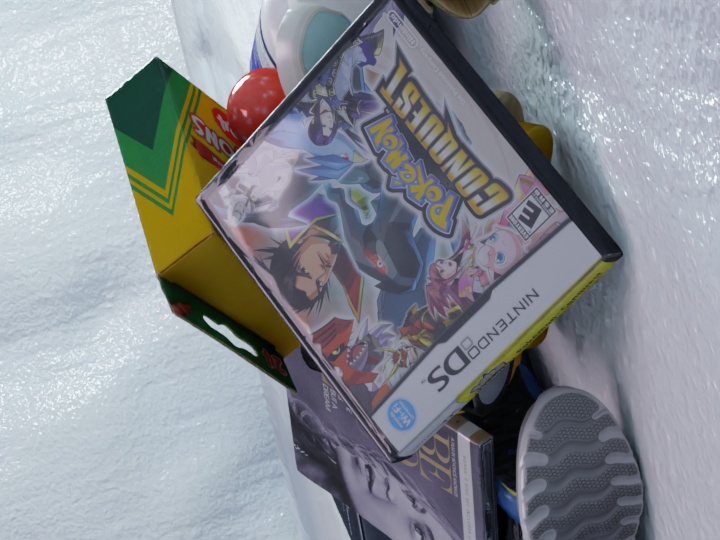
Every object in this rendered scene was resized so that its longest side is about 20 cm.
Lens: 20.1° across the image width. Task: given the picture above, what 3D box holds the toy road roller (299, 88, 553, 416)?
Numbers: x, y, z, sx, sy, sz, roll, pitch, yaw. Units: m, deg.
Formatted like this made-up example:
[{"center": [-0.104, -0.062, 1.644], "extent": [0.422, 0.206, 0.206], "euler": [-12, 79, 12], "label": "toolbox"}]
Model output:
[{"center": [0.055, -0.013, 1.220], "extent": [0.146, 0.123, 0.201], "euler": [-8, -71, -61], "label": "toy road roller"}]

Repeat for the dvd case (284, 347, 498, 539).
[{"center": [0.018, 0.124, 1.368], "extent": [0.200, 0.016, 0.149], "euler": [31, 140, 38], "label": "dvd case"}]

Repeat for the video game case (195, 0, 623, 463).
[{"center": [0.021, -0.025, 1.138], "extent": [0.200, 0.181, 0.025], "euler": [52, -154, 16], "label": "video game case"}]

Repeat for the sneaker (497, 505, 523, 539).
[{"center": [0.088, 0.200, 1.415], "extent": [0.200, 0.080, 0.075], "euler": [60, 170, -23], "label": "sneaker"}]

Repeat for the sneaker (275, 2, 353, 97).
[{"center": [0.025, -0.105, 1.284], "extent": [0.200, 0.082, 0.074], "euler": [41, -122, -48], "label": "sneaker"}]

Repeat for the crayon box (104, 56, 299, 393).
[{"center": [-0.085, -0.030, 1.284], "extent": [0.127, 0.051, 0.200], "euler": [36, -155, -44], "label": "crayon box"}]

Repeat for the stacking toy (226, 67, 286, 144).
[{"center": [-0.021, -0.085, 1.352], "extent": [0.200, 0.085, 0.086], "euler": [30, -145, -55], "label": "stacking toy"}]

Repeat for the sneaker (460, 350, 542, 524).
[{"center": [0.089, 0.084, 1.360], "extent": [0.079, 0.066, 0.201], "euler": [82, 170, -58], "label": "sneaker"}]

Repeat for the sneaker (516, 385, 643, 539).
[{"center": [0.125, 0.156, 1.202], "extent": [0.082, 0.074, 0.201], "euler": [-128, 24, -66], "label": "sneaker"}]

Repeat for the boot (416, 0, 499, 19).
[{"center": [0.037, -0.206, 1.201], "extent": [0.200, 0.073, 0.156], "euler": [101, 153, -61], "label": "boot"}]

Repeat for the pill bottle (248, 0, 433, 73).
[{"center": [-0.013, -0.165, 1.414], "extent": [0.200, 0.119, 0.120], "euler": [121, 134, -75], "label": "pill bottle"}]

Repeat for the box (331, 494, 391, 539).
[{"center": [0.023, 0.110, 1.655], "extent": [0.200, 0.117, 0.197], "euler": [-117, 16, -61], "label": "box"}]
